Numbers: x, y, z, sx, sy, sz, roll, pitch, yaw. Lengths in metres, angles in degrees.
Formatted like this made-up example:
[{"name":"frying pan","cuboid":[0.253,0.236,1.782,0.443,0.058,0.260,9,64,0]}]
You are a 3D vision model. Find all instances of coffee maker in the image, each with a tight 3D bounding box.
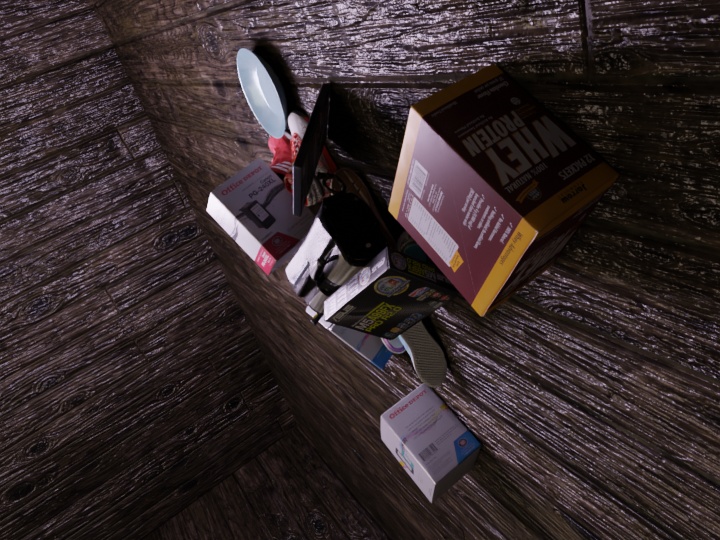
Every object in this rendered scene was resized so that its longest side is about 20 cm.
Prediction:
[{"name":"coffee maker","cuboid":[-0.053,-0.043,1.045,0.200,0.133,0.195,-49,43,49]}]

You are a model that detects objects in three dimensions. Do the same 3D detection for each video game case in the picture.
[{"name":"video game case","cuboid":[-0.091,-0.222,1.016,0.019,0.202,0.143,13,151,0]}]

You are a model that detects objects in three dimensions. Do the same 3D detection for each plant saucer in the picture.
[{"name":"plant saucer","cuboid":[-0.208,-0.397,1.221,0.201,0.038,0.202,48,156,29]}]

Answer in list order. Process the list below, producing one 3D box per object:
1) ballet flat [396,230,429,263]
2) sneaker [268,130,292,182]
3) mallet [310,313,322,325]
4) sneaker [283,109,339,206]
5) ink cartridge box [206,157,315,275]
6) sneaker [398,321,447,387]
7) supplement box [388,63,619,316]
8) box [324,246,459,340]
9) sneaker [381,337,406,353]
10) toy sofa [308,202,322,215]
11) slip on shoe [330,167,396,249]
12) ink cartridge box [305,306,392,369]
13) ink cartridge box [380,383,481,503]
[{"name":"ballet flat","cuboid":[0.103,-0.001,1.032,0.072,0.072,0.202,41,153,38]},{"name":"sneaker","cuboid":[-0.191,-0.257,1.261,0.199,0.115,0.079,33,148,48]},{"name":"mallet","cuboid":[-0.044,0.039,1.222,0.041,0.200,0.066,51,170,-29]},{"name":"sneaker","cuboid":[-0.125,-0.234,1.154,0.203,0.107,0.067,59,159,1]},{"name":"ink cartridge box","cuboid":[-0.207,-0.117,1.170,0.200,0.145,0.083,46,150,2]},{"name":"sneaker","cuboid":[0.127,0.154,1.184,0.082,0.073,0.202,-111,-4,-74]},{"name":"supplement box","cuboid":[0.156,-0.092,0.671,0.201,0.132,0.198,50,157,21]},{"name":"box","cuboid":[0.051,0.049,0.977,0.200,0.159,0.045,-40,42,41]},{"name":"sneaker","cuboid":[0.044,0.099,1.267,0.100,0.074,0.202,98,147,-84]},{"name":"toy sofa","cuboid":[-0.081,-0.113,1.251,0.201,0.082,0.098,55,158,11]},{"name":"slip on shoe","cuboid":[0.005,-0.108,1.094,0.201,0.076,0.061,55,176,0]},{"name":"ink cartridge box","cuboid":[-0.020,0.138,1.345,0.200,0.085,0.144,40,173,-33]},{"name":"ink cartridge box","cuboid":[0.162,0.409,1.315,0.200,0.146,0.147,46,157,31]}]
